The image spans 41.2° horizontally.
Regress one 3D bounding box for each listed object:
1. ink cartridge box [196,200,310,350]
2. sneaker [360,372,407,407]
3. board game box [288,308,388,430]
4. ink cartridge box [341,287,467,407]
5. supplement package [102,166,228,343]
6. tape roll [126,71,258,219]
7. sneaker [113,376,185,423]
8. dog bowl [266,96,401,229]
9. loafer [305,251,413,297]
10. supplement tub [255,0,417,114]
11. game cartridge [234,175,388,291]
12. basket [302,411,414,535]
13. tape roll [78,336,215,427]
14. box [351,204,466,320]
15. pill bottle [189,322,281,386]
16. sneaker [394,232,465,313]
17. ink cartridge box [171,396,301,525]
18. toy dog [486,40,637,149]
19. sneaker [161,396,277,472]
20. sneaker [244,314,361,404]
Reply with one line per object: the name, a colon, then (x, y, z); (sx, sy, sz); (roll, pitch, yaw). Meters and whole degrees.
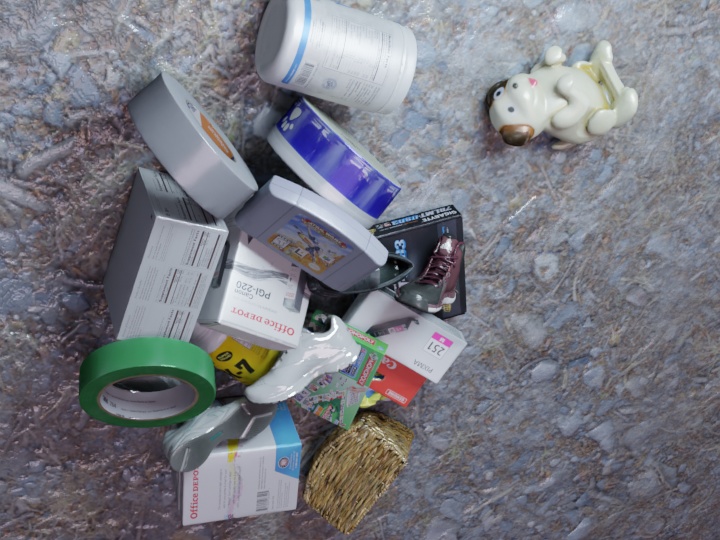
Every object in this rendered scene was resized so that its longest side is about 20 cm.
ink cartridge box: (-0.148, 0.005, 1.445); (0.144, 0.084, 0.203); (21, 77, -31)
sneaker: (0.012, 0.182, 1.681); (0.198, 0.076, 0.106); (-27, 125, -3)
board game box: (-0.047, 0.169, 1.602); (0.133, 0.029, 0.202); (25, 129, 2)
ink cartridge box: (0.051, 0.134, 1.608); (0.198, 0.044, 0.175); (30, 107, -19)
supplement package: (-0.287, -0.018, 1.390); (0.109, 0.156, 0.202); (11, 115, -29)
tape roll: (-0.225, -0.168, 1.297); (0.066, 0.201, 0.201); (-37, 126, 6)
sneaker: (-0.343, 0.173, 1.544); (0.198, 0.076, 0.092); (28, 81, -23)
dog bowl: (-0.036, -0.155, 1.379); (0.079, 0.201, 0.199); (-47, 125, 9)
loafer: (0.000, 0.000, 1.473); (0.199, 0.070, 0.069); (-8, 88, -45)
supplement tub: (-0.036, -0.302, 1.333); (0.197, 0.132, 0.134); (11, 116, -28)
game cartridge: (-0.066, -0.049, 1.336); (0.198, 0.042, 0.133); (33, 149, -18)
basket: (-0.011, 0.357, 1.786); (0.142, 0.149, 0.201); (38, 104, -1)
tape roll: (-0.313, 0.168, 1.413); (0.197, 0.049, 0.202); (-7, 148, -4)
box: (0.079, 0.006, 1.618); (0.195, 0.050, 0.203); (-15, 123, -14)
pill bottle: (-0.203, 0.103, 1.523); (0.114, 0.115, 0.199); (-46, 124, 10)
sneaker: (0.115, -0.003, 1.517); (0.075, 0.200, 0.117); (20, 102, 15)
ink cartridge box: (-0.216, 0.317, 1.627); (0.196, 0.147, 0.149); (-4, 121, -19)
toy dog: (0.296, -0.265, 1.503); (0.197, 0.142, 0.194); (-7, 159, -19)
sneaker: (-0.226, 0.239, 1.521); (0.198, 0.080, 0.071); (-25, 121, -24)
sneaker: (-0.098, 0.141, 1.497); (0.198, 0.074, 0.088); (-30, 101, -15)
